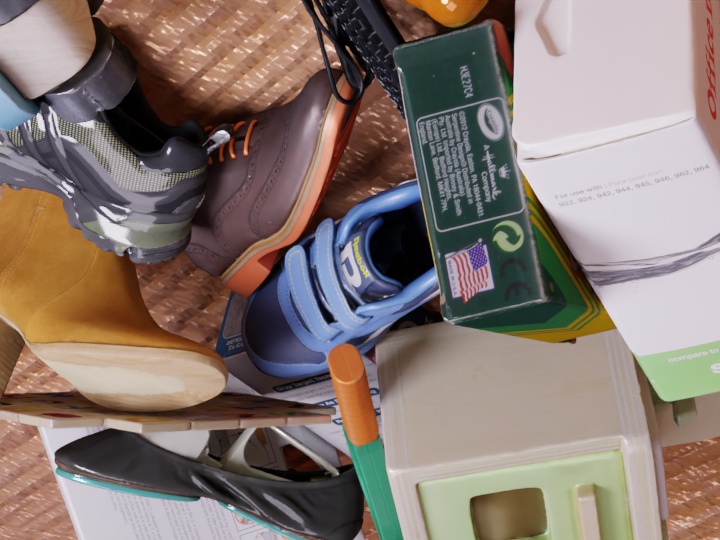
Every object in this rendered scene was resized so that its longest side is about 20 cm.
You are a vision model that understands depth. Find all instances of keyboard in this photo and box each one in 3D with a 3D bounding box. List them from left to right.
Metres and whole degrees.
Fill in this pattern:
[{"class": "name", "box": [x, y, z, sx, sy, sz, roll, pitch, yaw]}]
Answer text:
[{"class": "keyboard", "box": [0.008, -0.091, 1.051, 0.040, 0.104, 0.200, -36, 137, 0]}]

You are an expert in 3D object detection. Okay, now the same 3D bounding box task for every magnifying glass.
[{"class": "magnifying glass", "box": [0.004, 0.099, 1.257, 0.022, 0.080, 0.200, -19, 150, -2]}]

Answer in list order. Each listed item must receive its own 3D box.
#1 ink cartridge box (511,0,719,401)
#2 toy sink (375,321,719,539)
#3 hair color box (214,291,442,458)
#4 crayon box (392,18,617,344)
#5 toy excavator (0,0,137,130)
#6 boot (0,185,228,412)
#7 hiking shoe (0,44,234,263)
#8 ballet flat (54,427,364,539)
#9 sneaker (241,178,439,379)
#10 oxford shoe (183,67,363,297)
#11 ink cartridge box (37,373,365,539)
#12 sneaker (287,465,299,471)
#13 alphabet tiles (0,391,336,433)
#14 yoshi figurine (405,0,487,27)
[{"class": "ink cartridge box", "box": [0.143, -0.057, 1.004, 0.084, 0.146, 0.200, -12, 142, 21]}, {"class": "toy sink", "box": [0.118, 0.102, 1.243, 0.199, 0.112, 0.131, -9, 135, 3]}, {"class": "hair color box", "box": [0.016, 0.070, 1.342, 0.100, 0.061, 0.200, -17, 138, 40]}, {"class": "crayon box", "box": [0.082, -0.035, 1.027, 0.051, 0.128, 0.200, -14, 171, 19]}, {"class": "toy excavator", "box": [-0.230, -0.128, 1.063, 0.199, 0.195, 0.100, -27, 138, 8]}, {"class": "boot", "box": [-0.142, 0.000, 1.207, 0.200, 0.145, 0.071, 0, 149, 32]}, {"class": "hiking shoe", "box": [-0.164, -0.091, 1.157, 0.199, 0.076, 0.101, 28, 116, -2]}, {"class": "ballet flat", "box": [-0.089, 0.119, 1.354, 0.199, 0.069, 0.068, 18, -179, -19]}, {"class": "sneaker", "box": [0.000, 0.000, 1.185, 0.200, 0.074, 0.082, -32, 169, 32]}, {"class": "oxford shoe", "box": [-0.057, -0.052, 1.170, 0.072, 0.071, 0.200, 29, 143, -7]}, {"class": "ink cartridge box", "box": [-0.096, 0.152, 1.414, 0.175, 0.045, 0.201, -19, 107, -5]}, {"class": "sneaker", "box": [-0.112, 0.142, 1.492, 0.200, 0.078, 0.082, 41, 153, -27]}, {"class": "alphabet tiles", "box": [-0.120, 0.078, 1.242, 0.199, 0.006, 0.166, 0, -177, -42]}, {"class": "yoshi figurine", "box": [0.008, -0.192, 0.895, 0.112, 0.113, 0.200, -27, 131, 25]}]
